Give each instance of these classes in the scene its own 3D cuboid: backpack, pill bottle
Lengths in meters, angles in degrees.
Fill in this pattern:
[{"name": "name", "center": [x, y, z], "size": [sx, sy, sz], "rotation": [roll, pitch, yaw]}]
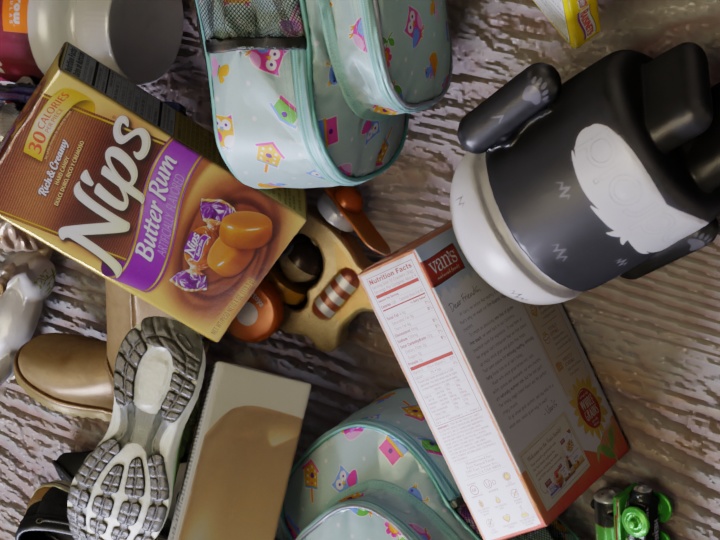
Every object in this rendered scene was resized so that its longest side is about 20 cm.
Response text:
[{"name": "backpack", "center": [0.034, 0.193, 1.282], "size": [0.201, 0.153, 0.176], "rotation": [56, 132, 13]}, {"name": "backpack", "center": [-0.024, -0.153, 1.163], "size": [0.152, 0.176, 0.202], "rotation": [6, 105, 21]}, {"name": "pill bottle", "center": [-0.239, -0.193, 1.344], "size": [0.199, 0.109, 0.111], "rotation": [9, 112, 31]}]

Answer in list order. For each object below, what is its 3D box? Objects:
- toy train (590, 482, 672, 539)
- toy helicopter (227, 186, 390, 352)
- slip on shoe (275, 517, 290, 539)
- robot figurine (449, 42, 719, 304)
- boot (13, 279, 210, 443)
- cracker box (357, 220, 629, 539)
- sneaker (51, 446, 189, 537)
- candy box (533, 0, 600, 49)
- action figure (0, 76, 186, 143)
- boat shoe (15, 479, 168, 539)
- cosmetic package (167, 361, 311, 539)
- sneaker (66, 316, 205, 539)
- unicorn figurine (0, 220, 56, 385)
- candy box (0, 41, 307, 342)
[{"name": "toy train", "center": [0.191, 0.242, 1.262], "size": [0.056, 0.042, 0.202], "rotation": [11, 113, 41]}, {"name": "toy helicopter", "center": [0.000, 0.000, 1.293], "size": [0.198, 0.079, 0.133], "rotation": [17, 107, 16]}, {"name": "slip on shoe", "center": [-0.110, 0.211, 1.433], "size": [0.199, 0.074, 0.062], "rotation": [-34, 62, 33]}, {"name": "robot figurine", "center": [0.149, -0.061, 1.125], "size": [0.199, 0.125, 0.151], "rotation": [-32, 87, 33]}, {"name": "boot", "center": [-0.189, 0.035, 1.384], "size": [0.174, 0.066, 0.201], "rotation": [17, 137, 8]}, {"name": "cracker box", "center": [0.092, 0.064, 1.202], "size": [0.057, 0.134, 0.201], "rotation": [-23, 93, 37]}, {"name": "sneaker", "center": [-0.183, 0.174, 1.473], "size": [0.199, 0.088, 0.074], "rotation": [12, 140, 54]}, {"name": "candy box", "center": [0.079, -0.235, 1.102], "size": [0.026, 0.102, 0.201], "rotation": [-35, 68, 0]}, {"name": "action figure", "center": [-0.196, -0.078, 1.304], "size": [0.199, 0.193, 0.106], "rotation": [8, 82, 38]}, {"name": "boat shoe", "center": [-0.175, 0.231, 1.356], "size": [0.199, 0.062, 0.075], "rotation": [28, 126, 8]}, {"name": "cosmetic package", "center": [-0.096, 0.171, 1.284], "size": [0.070, 0.105, 0.202], "rotation": [14, 85, -7]}, {"name": "sneaker", "center": [-0.150, 0.122, 1.305], "size": [0.076, 0.089, 0.201], "rotation": [24, 104, 10]}, {"name": "unicorn figurine", "center": [-0.300, 0.049, 1.475], "size": [0.074, 0.137, 0.201], "rotation": [39, 106, 9]}, {"name": "candy box", "center": [-0.149, -0.051, 1.220], "size": [0.199, 0.057, 0.117], "rotation": [31, 111, -17]}]
